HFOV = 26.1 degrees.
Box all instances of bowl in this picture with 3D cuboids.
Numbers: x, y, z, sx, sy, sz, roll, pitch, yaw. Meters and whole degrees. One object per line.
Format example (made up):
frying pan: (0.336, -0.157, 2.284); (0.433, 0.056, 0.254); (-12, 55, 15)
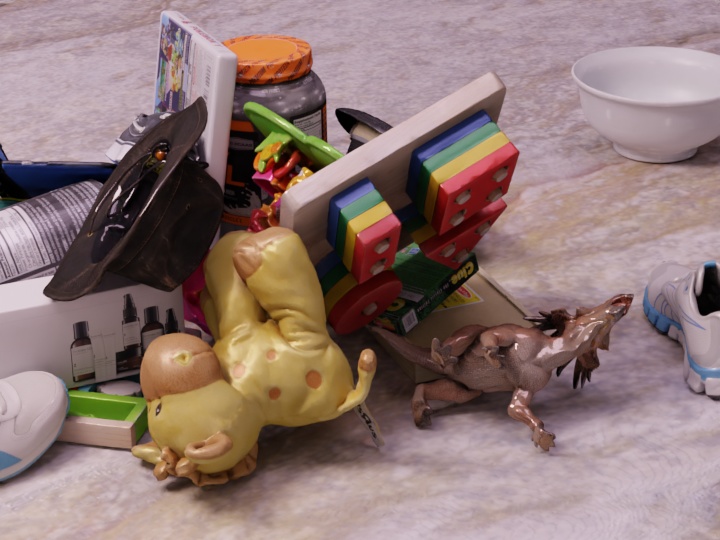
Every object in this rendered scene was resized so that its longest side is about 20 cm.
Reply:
bowl: (0.333, -0.180, 1.743); (0.198, 0.091, 0.202); (-2, 25, 1)

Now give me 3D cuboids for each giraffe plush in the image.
giraffe plush: (-0.098, 0.086, 1.170); (0.161, 0.173, 0.201); (-28, 70, -27)

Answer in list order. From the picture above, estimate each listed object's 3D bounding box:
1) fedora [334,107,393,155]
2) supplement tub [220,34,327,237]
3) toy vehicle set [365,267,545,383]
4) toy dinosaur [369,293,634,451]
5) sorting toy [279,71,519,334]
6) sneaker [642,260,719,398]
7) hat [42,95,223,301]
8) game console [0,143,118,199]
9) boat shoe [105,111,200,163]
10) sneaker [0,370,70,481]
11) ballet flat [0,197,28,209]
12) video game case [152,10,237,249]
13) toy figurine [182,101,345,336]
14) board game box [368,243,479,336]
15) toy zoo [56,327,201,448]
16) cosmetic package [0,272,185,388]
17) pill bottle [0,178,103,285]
fedora: (0.031, -0.073, 1.493); (0.199, 0.092, 0.201); (34, -1, 1)
supplement tub: (-0.091, -0.117, 1.499); (0.121, 0.202, 0.123); (-1, 24, 1)
toy vehicle set: (0.065, 0.032, 1.382); (0.123, 0.027, 0.200); (-10, 27, -19)
toy dinosaur: (0.113, 0.068, 1.243); (0.198, 0.087, 0.136); (4, 24, 24)
sorting toy: (0.035, -0.038, 1.246); (0.199, 0.199, 0.070); (-32, 71, -17)
sneaker: (0.293, 0.024, 1.322); (0.074, 0.088, 0.200); (-5, 24, -6)
hat: (-0.159, -0.035, 1.219); (0.200, 0.081, 0.201); (-42, 23, 21)
game console: (-0.303, -0.123, 1.458); (0.117, 0.172, 0.200); (-30, -6, -5)
boat shoe: (-0.175, -0.109, 1.386); (0.071, 0.068, 0.200); (33, -3, -19)
sneaker: (-0.306, 0.114, 1.149); (0.198, 0.082, 0.076); (-20, 42, -31)
ballet flat: (-0.293, -0.036, 1.461); (0.197, 0.068, 0.067); (-4, 0, -9)
video game case: (-0.162, -0.126, 1.464); (0.023, 0.203, 0.182); (-2, 21, -24)
toy figurine: (-0.084, -0.023, 1.335); (0.185, 0.150, 0.200); (-54, 25, -5)
board game box: (0.000, 0.000, 1.388); (0.104, 0.024, 0.199); (-37, 35, -31)
toy zoo: (-0.214, 0.083, 1.295); (0.129, 0.021, 0.200); (4, 26, 12)
cosmetic package: (-0.240, 0.050, 1.244); (0.198, 0.084, 0.051); (-12, 27, -21)
pill bottle: (-0.302, 0.000, 1.344); (0.198, 0.107, 0.106); (-22, 32, -27)
